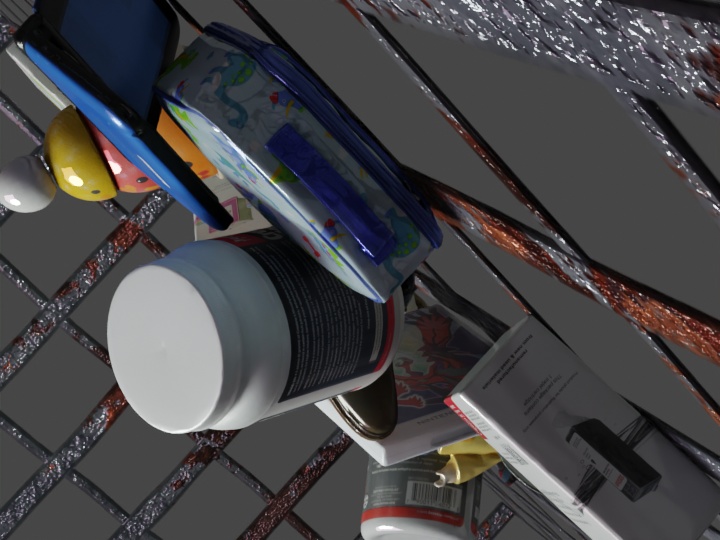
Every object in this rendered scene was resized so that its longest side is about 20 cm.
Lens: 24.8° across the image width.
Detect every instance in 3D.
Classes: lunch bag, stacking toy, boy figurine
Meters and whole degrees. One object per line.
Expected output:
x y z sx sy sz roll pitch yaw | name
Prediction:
-0.040 -0.073 1.110 0.200 0.082 0.161 45 176 -25 | lunch bag
-0.223 -0.107 1.423 0.147 0.199 0.146 60 174 10 | stacking toy
0.102 0.149 1.539 0.199 0.125 0.064 12 -167 -16 | boy figurine

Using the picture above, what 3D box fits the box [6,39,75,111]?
-0.302 -0.222 1.810 0.112 0.101 0.200 43 175 1 | box

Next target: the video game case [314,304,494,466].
0.047 0.096 1.465 0.200 0.181 0.023 36 134 52 | video game case

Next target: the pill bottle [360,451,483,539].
0.067 0.176 1.629 0.115 0.201 0.116 7 157 3 | pill bottle

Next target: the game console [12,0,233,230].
-0.152 -0.148 1.190 0.170 0.118 0.200 38 174 28 | game console

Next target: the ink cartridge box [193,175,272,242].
-0.105 -0.002 1.653 0.200 0.084 0.145 -101 -11 -59 | ink cartridge box

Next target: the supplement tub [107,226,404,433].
-0.075 0.040 1.231 0.140 0.141 0.199 40 -148 28 | supplement tub

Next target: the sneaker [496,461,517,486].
0.145 0.162 1.686 0.096 0.079 0.200 44 175 3 | sneaker

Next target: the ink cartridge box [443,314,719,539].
0.167 0.135 1.236 0.200 0.084 0.144 43 174 3 | ink cartridge box

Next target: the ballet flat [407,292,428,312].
0.000 0.000 1.610 0.200 0.070 0.069 44 175 -34 | ballet flat

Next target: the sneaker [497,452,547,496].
0.202 0.179 1.443 0.199 0.074 0.089 30 170 25 | sneaker

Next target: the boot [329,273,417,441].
0.002 0.037 1.328 0.097 0.074 0.201 -24 82 60 | boot

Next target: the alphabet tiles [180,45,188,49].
-0.114 -0.148 1.509 0.167 0.008 0.200 45 175 -18 | alphabet tiles
